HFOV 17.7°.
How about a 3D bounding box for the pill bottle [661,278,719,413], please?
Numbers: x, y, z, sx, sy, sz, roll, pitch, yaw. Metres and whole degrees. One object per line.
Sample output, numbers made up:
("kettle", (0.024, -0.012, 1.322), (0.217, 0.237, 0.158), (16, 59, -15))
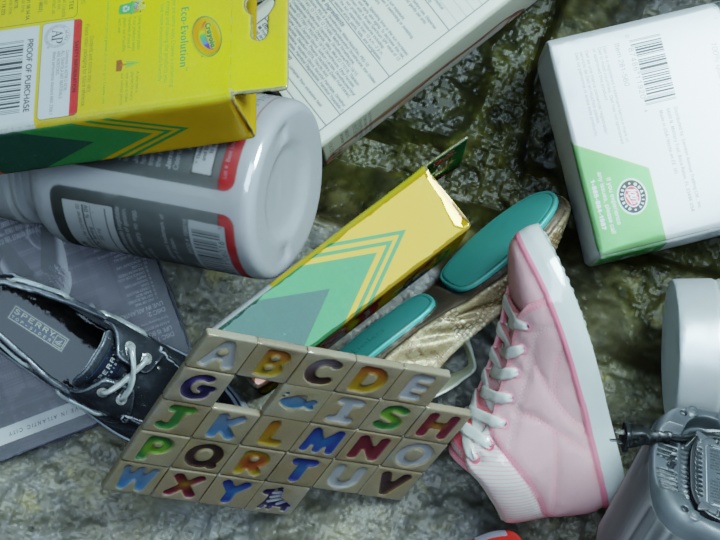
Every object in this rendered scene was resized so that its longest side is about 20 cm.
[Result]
("pill bottle", (0.296, 0.053, 1.472), (0.199, 0.114, 0.114), (0, 84, 0))

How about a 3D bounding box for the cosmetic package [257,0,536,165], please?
("cosmetic package", (0.023, -0.172, 1.507), (0.200, 0.087, 0.103), (-37, 85, -3))

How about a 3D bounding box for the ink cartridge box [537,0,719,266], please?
("ink cartridge box", (0.230, -0.096, 1.501), (0.199, 0.084, 0.147), (-13, 85, -2))

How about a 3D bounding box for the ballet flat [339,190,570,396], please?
("ballet flat", (0.067, 0.030, 1.508), (0.200, 0.071, 0.065), (-38, 113, -1))

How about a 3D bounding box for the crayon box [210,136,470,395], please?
("crayon box", (0.000, 0.000, 1.470), (0.200, 0.127, 0.051), (-38, 86, -3))

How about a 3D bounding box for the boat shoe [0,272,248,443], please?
("boat shoe", (-0.160, 0.062, 1.477), (0.200, 0.068, 0.072), (33, 85, 2))

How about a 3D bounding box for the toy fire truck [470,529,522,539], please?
("toy fire truck", (0.152, 0.242, 1.486), (0.141, 0.049, 0.200), (-30, 84, -3))

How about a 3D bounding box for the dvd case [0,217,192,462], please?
("dvd case", (-0.206, 0.009, 1.525), (0.148, 0.016, 0.200), (-21, 84, -3))

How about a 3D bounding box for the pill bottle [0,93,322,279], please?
("pill bottle", (-0.135, -0.066, 1.448), (0.199, 0.114, 0.114), (11, 84, 20))

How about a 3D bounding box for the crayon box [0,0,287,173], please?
("crayon box", (-0.133, -0.135, 1.379), (0.199, 0.051, 0.127), (-7, 62, 13))

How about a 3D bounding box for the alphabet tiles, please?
("alphabet tiles", (-0.039, 0.103, 1.442), (0.200, 0.167, 0.008), (11, 47, -26))

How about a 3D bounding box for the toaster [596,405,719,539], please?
("toaster", (0.228, 0.172, 1.434), (0.199, 0.129, 0.114), (16, 43, -10))

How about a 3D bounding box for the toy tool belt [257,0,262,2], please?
("toy tool belt", (-0.105, -0.229, 1.492), (0.123, 0.125, 0.201), (-10, 70, -3))

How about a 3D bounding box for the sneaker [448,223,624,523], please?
("sneaker", (0.099, 0.074, 1.464), (0.104, 0.075, 0.201), (-16, 113, 0))
